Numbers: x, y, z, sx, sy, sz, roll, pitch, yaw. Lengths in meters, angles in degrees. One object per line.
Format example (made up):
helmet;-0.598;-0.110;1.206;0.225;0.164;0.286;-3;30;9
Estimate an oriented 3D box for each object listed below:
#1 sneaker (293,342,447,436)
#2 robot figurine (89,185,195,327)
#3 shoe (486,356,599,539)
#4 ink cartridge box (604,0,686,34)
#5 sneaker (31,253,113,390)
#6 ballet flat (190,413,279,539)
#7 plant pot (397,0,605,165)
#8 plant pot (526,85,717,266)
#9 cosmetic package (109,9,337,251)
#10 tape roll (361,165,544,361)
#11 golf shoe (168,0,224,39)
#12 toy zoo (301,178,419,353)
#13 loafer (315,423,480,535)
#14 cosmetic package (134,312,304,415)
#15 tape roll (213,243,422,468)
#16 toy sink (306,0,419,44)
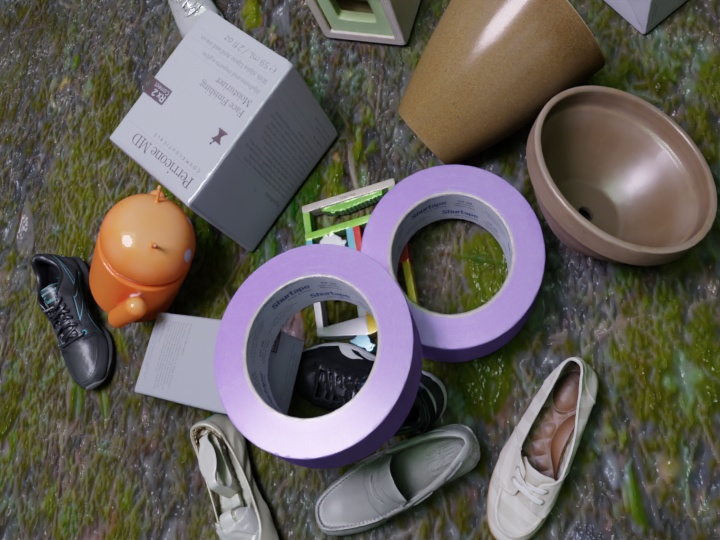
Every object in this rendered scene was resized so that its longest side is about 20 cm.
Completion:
sneaker;-0.010;0.125;0.704;0.194;0.111;0.076;7;92;20
robot figurine;-0.267;-0.011;0.802;0.117;0.200;0.144;44;50;2
shoe;0.180;0.178;0.661;0.069;0.053;0.204;24;82;24
ink cartridge box;0.375;-0.394;0.770;0.198;0.067;0.117;-39;64;4
sneaker;-0.395;0.066;0.881;0.074;0.079;0.204;-30;67;7
ballet flat;-0.146;0.259;0.741;0.068;0.069;0.204;-29;66;7
plant pot;0.140;-0.225;0.749;0.200;0.185;0.188;-44;64;15
plant pot;0.252;-0.082;0.678;0.194;0.093;0.207;7;60;-12
cosmetic package;-0.165;-0.170;0.829;0.163;0.165;0.202;35;86;25
tape roll;0.100;-0.008;0.720;0.193;0.066;0.207;-3;70;9
golf shoe;-0.266;-0.414;0.984;0.074;0.092;0.203;-32;67;4
toy zoo;0.000;0.000;0.798;0.127;0.020;0.206;-15;69;14
loafer;0.034;0.218;0.689;0.197;0.070;0.071;-32;66;7
cosmetic package;-0.166;0.113;0.764;0.195;0.074;0.105;4;73;35
tape roll;-0.040;0.081;0.634;0.193;0.066;0.206;-6;65;12
toy sink;-0.009;-0.390;0.819;0.127;0.200;0.115;14;76;21
